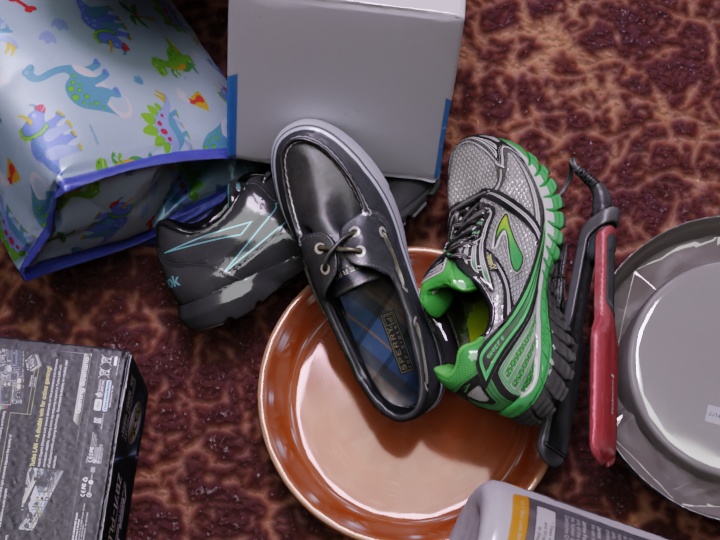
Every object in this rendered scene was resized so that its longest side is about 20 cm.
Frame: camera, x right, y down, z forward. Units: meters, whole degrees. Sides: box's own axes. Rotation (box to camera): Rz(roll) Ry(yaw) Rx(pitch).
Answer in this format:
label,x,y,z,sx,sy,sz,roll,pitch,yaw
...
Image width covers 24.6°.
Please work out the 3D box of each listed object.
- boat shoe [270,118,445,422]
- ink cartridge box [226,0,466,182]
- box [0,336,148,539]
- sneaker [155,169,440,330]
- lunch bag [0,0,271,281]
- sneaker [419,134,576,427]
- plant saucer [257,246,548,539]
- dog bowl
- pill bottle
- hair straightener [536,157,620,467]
label,x,y,z,sx,sy,sz,roll,pitch,yaw
boat shoe,0.000,0.000,1.021,0.068,0.057,0.201,-24,94,14
ink cartridge box,-0.005,-0.187,1.078,0.143,0.148,0.201,6,50,0
box,-0.230,0.148,1.026,0.162,0.086,0.202,5,71,2
sneaker,-0.041,-0.035,1.083,0.199,0.075,0.080,-28,97,-9
lunch bag,-0.171,-0.108,1.097,0.199,0.128,0.171,-22,70,-38
sneaker,0.079,-0.006,1.026,0.085,0.078,0.201,20,48,-31
plant saucer,0.033,0.084,1.075,0.198,0.032,0.202,0,70,0
dog bowl,0.241,0.068,1.065,0.198,0.059,0.202,0,71,1
pill bottle,0.147,0.208,0.980,0.198,0.116,0.117,20,72,-4
hair straightener,0.124,0.025,1.042,0.076,0.041,0.202,-7,71,30
